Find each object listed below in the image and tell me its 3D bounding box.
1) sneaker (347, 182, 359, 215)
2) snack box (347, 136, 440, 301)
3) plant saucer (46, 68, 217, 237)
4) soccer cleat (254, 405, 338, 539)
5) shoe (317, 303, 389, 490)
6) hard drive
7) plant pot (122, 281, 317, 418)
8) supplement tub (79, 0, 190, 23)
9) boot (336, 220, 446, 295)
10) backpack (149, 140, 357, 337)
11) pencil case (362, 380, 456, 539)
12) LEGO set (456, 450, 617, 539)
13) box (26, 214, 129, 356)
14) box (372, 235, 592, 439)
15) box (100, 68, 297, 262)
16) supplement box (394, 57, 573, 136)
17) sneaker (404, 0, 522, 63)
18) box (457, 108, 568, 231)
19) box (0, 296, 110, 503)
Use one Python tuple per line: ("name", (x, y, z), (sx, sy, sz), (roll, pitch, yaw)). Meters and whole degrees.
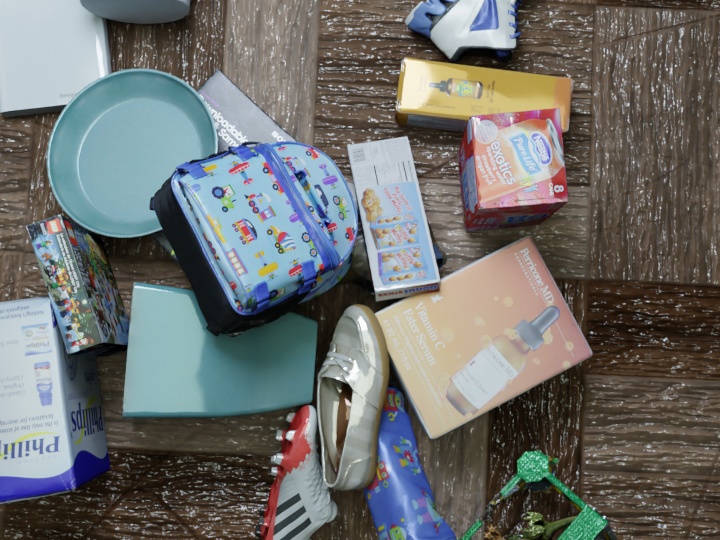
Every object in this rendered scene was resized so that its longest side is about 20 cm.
("sneaker", (-0.087, -0.040, 1.198), (0.200, 0.074, 0.116), (-8, 118, -21))
("snack box", (0.035, -0.061, 1.153), (0.072, 0.024, 0.200), (-8, 58, -3))
("plant saucer", (-0.255, -0.130, 1.180), (0.200, 0.036, 0.200), (-2, 77, 8))
("soccer cleat", (-0.062, 0.240, 1.151), (0.085, 0.069, 0.200), (11, 109, -9))
("shoe", (-0.012, 0.135, 1.102), (0.053, 0.070, 0.200), (4, 87, -44))
("hard drive", (-0.369, -0.289, 1.231), (0.132, 0.027, 0.200), (-7, 86, -1))
("plant pot", (-0.152, 0.093, 1.148), (0.200, 0.141, 0.141), (4, 85, -7))
("supplement tub", (-0.254, -0.398, 1.184), (0.140, 0.140, 0.200), (1, 85, 0))
("boot", (0.000, 0.000, 1.175), (0.200, 0.075, 0.097), (-36, 65, -4))
("backpack", (-0.086, -0.049, 1.063), (0.200, 0.135, 0.183), (-23, 84, -29))
("pencil case", (0.039, 0.227, 1.144), (0.078, 0.087, 0.200), (-34, 63, 28))
("LEGO set", (0.194, 0.314, 1.159), (0.154, 0.116, 0.200), (28, 75, 34))
("box", (-0.296, 0.022, 1.119), (0.038, 0.200, 0.137), (-19, 86, -4))
("box", (0.130, 0.075, 1.165), (0.200, 0.106, 0.152), (-28, 86, -2))
("box", (-0.182, -0.117, 1.214), (0.143, 0.036, 0.200), (42, 85, 3))
("supplement box", (0.141, -0.197, 1.209), (0.200, 0.069, 0.067), (8, 85, -1))
("sneaker", (0.163, -0.310, 1.218), (0.199, 0.081, 0.115), (-38, 90, 4))
("box", (0.162, -0.105, 1.133), (0.095, 0.200, 0.100), (-4, 85, 1))
("box", (-0.348, 0.136, 1.118), (0.105, 0.184, 0.200), (-8, 86, -3))
